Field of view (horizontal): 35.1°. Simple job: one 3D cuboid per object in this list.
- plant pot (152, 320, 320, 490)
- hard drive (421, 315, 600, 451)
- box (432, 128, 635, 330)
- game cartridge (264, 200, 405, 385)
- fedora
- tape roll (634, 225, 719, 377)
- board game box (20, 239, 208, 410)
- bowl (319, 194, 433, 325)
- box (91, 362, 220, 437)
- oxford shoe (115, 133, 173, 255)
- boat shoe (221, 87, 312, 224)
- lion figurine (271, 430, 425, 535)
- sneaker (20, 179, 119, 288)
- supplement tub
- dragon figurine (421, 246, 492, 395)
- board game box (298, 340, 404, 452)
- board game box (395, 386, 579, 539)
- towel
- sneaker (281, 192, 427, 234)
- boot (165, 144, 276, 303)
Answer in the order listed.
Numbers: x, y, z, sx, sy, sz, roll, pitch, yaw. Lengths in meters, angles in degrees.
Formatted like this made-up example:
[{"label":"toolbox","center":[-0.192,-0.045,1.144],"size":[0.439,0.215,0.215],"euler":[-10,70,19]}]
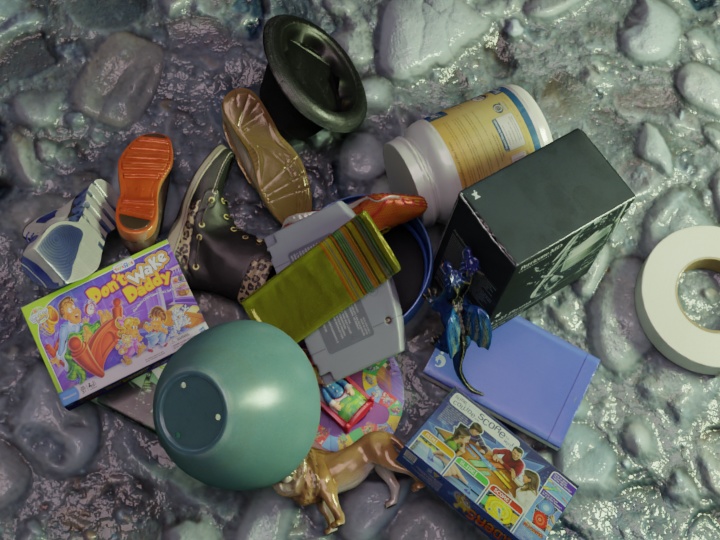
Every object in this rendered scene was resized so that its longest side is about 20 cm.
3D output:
[{"label":"plant pot","center":[-0.162,0.159,1.310],"size":[0.197,0.134,0.204],"euler":[-1,87,22]},{"label":"hard drive","center":[0.196,0.127,1.479],"size":[0.198,0.025,0.133],"euler":[28,70,8]},{"label":"box","center":[0.211,-0.045,1.439],"size":[0.198,0.197,0.125],"euler":[-28,68,-22]},{"label":"game cartridge","center":[-0.025,0.025,1.410],"size":[0.132,0.040,0.203],"euler":[-24,86,19]},{"label":"fedora","center":[-0.082,-0.251,1.559],"size":[0.199,0.091,0.202],"euler":[31,37,-27]},{"label":"tape roll","center":[0.468,0.039,1.524],"size":[0.199,0.037,0.206],"euler":[1,68,-3]},{"label":"board game box","center":[-0.302,0.067,1.416],"size":[0.198,0.045,0.136],"euler":[-26,81,-11]},{"label":"bowl","center":[0.000,0.000,1.483],"size":[0.197,0.039,0.204],"euler":[-6,66,13]},{"label":"box","center":[-0.257,0.127,1.448],"size":[0.198,0.036,0.146],"euler":[24,70,8]},{"label":"oxford shoe","center":[-0.291,-0.102,1.522],"size":[0.070,0.073,0.202],"euler":[5,49,0]},{"label":"boat shoe","center":[-0.128,-0.149,1.546],"size":[0.073,0.069,0.202],"euler":[-26,93,-16]},{"label":"lion figurine","center":[-0.014,0.244,1.402],"size":[0.197,0.073,0.124],"euler":[-19,72,-17]},{"label":"sneaker","center":[-0.385,-0.030,1.455],"size":[0.081,0.114,0.200],"euler":[54,27,-19]},{"label":"supplement tub","center":[0.144,-0.149,1.520],"size":[0.198,0.145,0.146],"euler":[-23,71,-12]},{"label":"dragon figurine","center":[0.123,0.071,1.393],"size":[0.058,0.099,0.203],"euler":[-12,100,-14]},{"label":"board game box","center":[-0.041,0.153,1.446],"size":[0.196,0.039,0.160],"euler":[-2,69,-3]},{"label":"board game box","center":[0.157,0.248,1.393],"size":[0.199,0.035,0.135],"euler":[39,43,11]},{"label":"towel","center":[-0.050,0.018,1.391],"size":[0.199,0.018,0.087],"euler":[-36,82,14]},{"label":"sneaker","center":[-0.004,-0.051,1.454],"size":[0.197,0.073,0.078],"euler":[-16,79,19]},{"label":"boot","center":[-0.168,-0.053,1.503],"size":[0.149,0.073,0.202],"euler":[21,73,6]}]
